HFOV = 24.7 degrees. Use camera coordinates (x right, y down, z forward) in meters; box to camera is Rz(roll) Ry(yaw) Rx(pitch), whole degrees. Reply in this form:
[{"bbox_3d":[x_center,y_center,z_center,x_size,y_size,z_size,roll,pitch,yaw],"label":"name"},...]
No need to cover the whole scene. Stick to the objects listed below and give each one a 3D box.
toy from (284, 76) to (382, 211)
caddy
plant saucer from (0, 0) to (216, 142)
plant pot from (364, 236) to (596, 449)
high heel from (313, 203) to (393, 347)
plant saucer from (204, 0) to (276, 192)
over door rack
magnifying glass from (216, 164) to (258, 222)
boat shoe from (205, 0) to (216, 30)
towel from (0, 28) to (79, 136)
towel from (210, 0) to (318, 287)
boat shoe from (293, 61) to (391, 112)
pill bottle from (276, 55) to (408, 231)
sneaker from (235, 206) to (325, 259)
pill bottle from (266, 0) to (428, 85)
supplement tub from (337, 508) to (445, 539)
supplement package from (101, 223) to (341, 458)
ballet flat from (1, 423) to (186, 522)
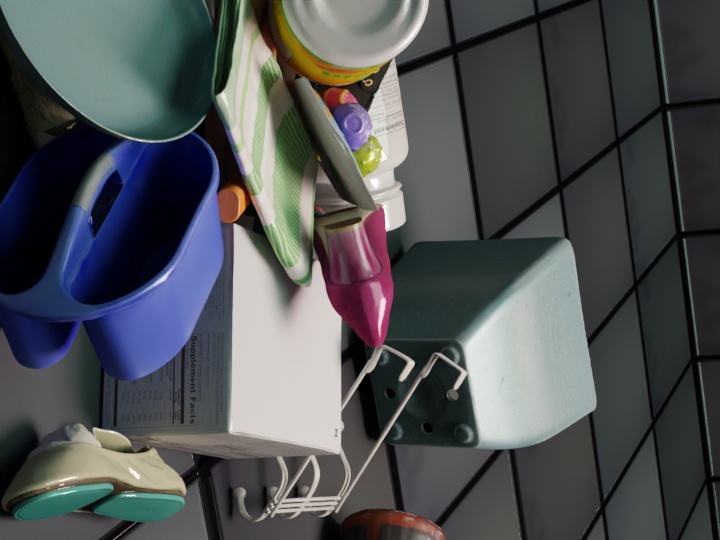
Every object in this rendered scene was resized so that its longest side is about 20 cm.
[{"bbox_3d":[-0.016,-0.112,1.337,0.116,0.047,0.200,60,-9,-9],"label":"toy"},{"bbox_3d":[-0.170,-0.023,1.090,0.201,0.140,0.105,-70,162,-45],"label":"caddy"},{"bbox_3d":[-0.176,-0.174,1.104,0.200,0.027,0.201,30,48,-39],"label":"plant saucer"},{"bbox_3d":[0.106,0.091,1.707,0.200,0.195,0.198,-32,116,-54],"label":"plant pot"},{"bbox_3d":[0.000,0.000,1.328,0.200,0.067,0.097,-129,-155,-82],"label":"high heel"},{"bbox_3d":[-0.096,-0.146,1.358,0.200,0.032,0.202,5,90,-87],"label":"plant saucer"},{"bbox_3d":[-0.014,0.134,1.434,0.067,0.200,0.148,48,13,20],"label":"over door rack"},{"bbox_3d":[-0.086,-0.069,1.260,0.200,0.022,0.080,-76,170,-76],"label":"magnifying glass"},{"bbox_3d":[-0.150,-0.240,1.291,0.070,0.070,0.201,-74,158,-73],"label":"boat shoe"},{"bbox_3d":[-0.191,-0.195,1.175,0.200,0.036,0.149,-43,121,-49],"label":"towel"},{"bbox_3d":[-0.068,-0.103,1.233,0.153,0.023,0.201,-88,165,-45],"label":"towel"},{"bbox_3d":[-0.008,-0.193,1.435,0.063,0.073,0.203,-135,-117,-72],"label":"boat shoe"},{"bbox_3d":[-0.015,-0.136,1.534,0.114,0.114,0.201,-35,118,-64],"label":"pill bottle"},{"bbox_3d":[-0.060,0.036,1.432,0.075,0.084,0.201,2,85,-67],"label":"sneaker"},{"bbox_3d":[-0.016,-0.205,1.297,0.200,0.110,0.112,-177,-98,-82],"label":"pill bottle"},{"bbox_3d":[0.018,0.332,1.539,0.107,0.106,0.201,55,37,-50],"label":"supplement tub"},{"bbox_3d":[-0.103,0.061,1.291,0.200,0.110,0.157,25,63,-65],"label":"supplement package"},{"bbox_3d":[-0.190,0.139,1.141,0.200,0.069,0.070,27,61,-66],"label":"ballet flat"}]
